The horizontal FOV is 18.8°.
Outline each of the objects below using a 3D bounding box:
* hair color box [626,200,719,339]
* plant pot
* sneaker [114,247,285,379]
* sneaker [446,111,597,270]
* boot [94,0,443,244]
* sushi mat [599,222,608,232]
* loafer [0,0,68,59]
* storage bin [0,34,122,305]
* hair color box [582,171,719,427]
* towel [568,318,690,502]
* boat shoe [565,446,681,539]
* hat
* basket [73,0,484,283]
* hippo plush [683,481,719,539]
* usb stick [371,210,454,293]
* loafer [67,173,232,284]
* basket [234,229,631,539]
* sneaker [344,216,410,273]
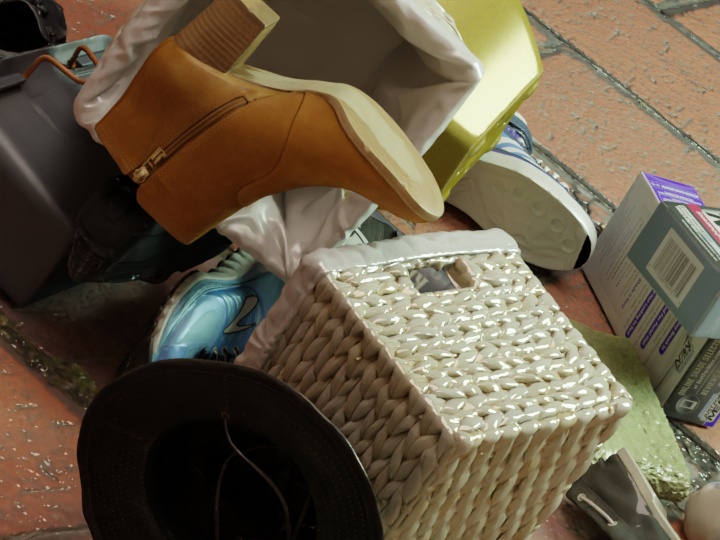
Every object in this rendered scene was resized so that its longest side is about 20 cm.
[{"bbox_3d":[0.318,0.005,1.715,0.199,0.061,0.099,6,36,-38],"label":"hair color box"},{"bbox_3d":[0.030,-0.165,1.776,0.200,0.194,0.196,40,55,4],"label":"plant pot"},{"bbox_3d":[-0.091,0.047,1.487,0.090,0.079,0.200,41,32,8],"label":"sneaker"},{"bbox_3d":[0.142,-0.089,1.906,0.199,0.081,0.146,31,34,15],"label":"sneaker"},{"bbox_3d":[-0.059,-0.063,1.343,0.201,0.144,0.071,45,21,5],"label":"boot"},{"bbox_3d":[0.310,0.016,1.969,0.200,0.012,0.095,44,32,23],"label":"sushi mat"},{"bbox_3d":[-0.268,-0.180,1.697,0.072,0.063,0.200,29,29,-1],"label":"loafer"},{"bbox_3d":[-0.208,-0.071,1.516,0.134,0.146,0.200,47,32,10],"label":"storage bin"},{"bbox_3d":[0.264,0.022,1.816,0.064,0.110,0.201,15,33,-25],"label":"hair color box"},{"bbox_3d":[0.172,0.099,1.686,0.148,0.037,0.200,16,31,-26],"label":"towel"},{"bbox_3d":[0.211,0.215,1.531,0.200,0.057,0.067,61,5,38],"label":"boat shoe"},{"bbox_3d":[-0.064,0.121,1.263,0.200,0.201,0.081,34,35,8],"label":"hat"},{"bbox_3d":[-0.057,-0.138,1.447,0.200,0.198,0.161,38,14,-16],"label":"basket"},{"bbox_3d":[0.357,0.177,1.601,0.199,0.161,0.160,5,37,-38],"label":"hippo plush"},{"bbox_3d":[0.031,0.004,1.694,0.200,0.055,0.033,42,-8,22],"label":"usb stick"},{"bbox_3d":[-0.135,-0.028,1.462,0.068,0.071,0.200,41,19,15],"label":"loafer"},{"bbox_3d":[0.027,0.102,1.374,0.198,0.200,0.161,-7,51,-47],"label":"basket"},{"bbox_3d":[0.000,0.000,1.545,0.090,0.067,0.200,8,23,-19],"label":"sneaker"}]
